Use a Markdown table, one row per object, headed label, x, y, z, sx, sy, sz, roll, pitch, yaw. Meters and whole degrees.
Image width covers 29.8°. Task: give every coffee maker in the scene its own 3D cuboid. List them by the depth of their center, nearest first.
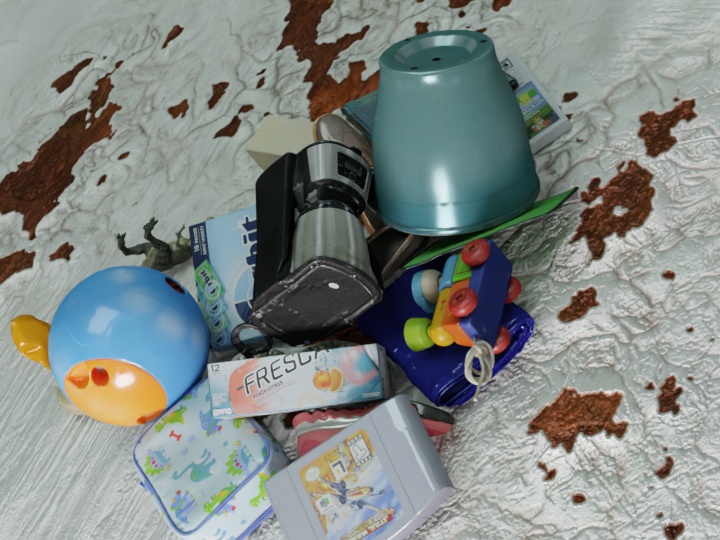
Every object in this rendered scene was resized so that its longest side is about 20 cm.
| label | x | y | z | sx | sy | sz | roll | pitch | yaw |
| --- | --- | --- | --- | --- | --- | --- | --- | --- | --- |
| coffee maker | -0.072 | -0.029 | 1.563 | 0.191 | 0.135 | 0.201 | -17 | 46 | 16 |

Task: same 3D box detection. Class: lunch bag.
| label | x | y | z | sx | sy | sz | roll | pitch | yaw |
| --- | --- | --- | --- | --- | --- | --- | --- | --- | --- |
| lunch bag | -0.177 | 0.233 | 1.605 | 0.161 | 0.083 | 0.200 | -43 | 40 | -3 |

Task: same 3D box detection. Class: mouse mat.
| label | x | y | z | sx | sy | sz | roll | pitch | yaw |
| --- | --- | --- | --- | --- | --- | --- | --- | --- | --- |
| mouse mat | 0.152 | -0.049 | 1.573 | 0.199 | 0.008 | 0.161 | -22 | 5 | 24 |

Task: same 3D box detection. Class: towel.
| label | x | y | z | sx | sy | sz | roll | pitch | yaw |
| --- | --- | --- | --- | --- | --- | --- | --- | --- | --- |
| towel | 0.097 | 0.067 | 1.565 | 0.147 | 0.050 | 0.200 | -39 | 39 | -7 |
| towel | 0.088 | -0.227 | 1.768 | 0.199 | 0.022 | 0.147 | -30 | 40 | -12 |

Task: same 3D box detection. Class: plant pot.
| label | x | y | z | sx | sy | sz | roll | pitch | yaw |
| --- | --- | --- | --- | --- | --- | --- | --- | --- | --- |
| plant pot | 0.101 | -0.171 | 1.570 | 0.199 | 0.189 | 0.200 | -8 | 28 | 4 |

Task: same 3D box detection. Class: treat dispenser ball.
| label | x | y | z | sx | sy | sz | roll | pitch | yaw |
| --- | --- | --- | --- | --- | --- | --- | --- | --- | --- |
| treat dispenser ball | -0.290 | 0.095 | 1.695 | 0.200 | 0.201 | 0.202 | -21 | 45 | 22 |

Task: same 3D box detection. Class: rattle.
| label | x | y | z | sx | sy | sz | roll | pitch | yaw |
| --- | --- | --- | --- | --- | --- | --- | --- | --- | --- |
| rattle | -0.362 | 0.123 | 1.809 | 0.130 | 0.143 | 0.200 | -34 | 31 | -19 |

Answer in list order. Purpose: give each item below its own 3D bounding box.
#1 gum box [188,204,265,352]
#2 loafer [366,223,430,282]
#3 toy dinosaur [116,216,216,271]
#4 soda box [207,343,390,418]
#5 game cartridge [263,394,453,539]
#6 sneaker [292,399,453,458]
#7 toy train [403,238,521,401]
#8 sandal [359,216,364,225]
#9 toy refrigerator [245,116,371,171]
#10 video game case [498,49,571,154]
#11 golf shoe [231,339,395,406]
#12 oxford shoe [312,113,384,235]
| label | x | y | z | sx | sy | sz | roll | pitch | yaw |
| --- | --- | --- | --- | --- | --- | --- | --- | --- | --- |
| gum box | -0.122 | 0.002 | 1.736 | 0.199 | 0.044 | 0.171 | -16 | 76 | 27 |
| loafer | 0.000 | 0.000 | 1.625 | 0.200 | 0.063 | 0.072 | -44 | 77 | 1 |
| toy dinosaur | -0.295 | -0.027 | 1.919 | 0.199 | 0.088 | 0.048 | -32 | 31 | 10 |
| soda box | -0.070 | 0.126 | 1.529 | 0.199 | 0.068 | 0.064 | -8 | 82 | 8 |
| game cartridge | -0.003 | 0.240 | 1.453 | 0.200 | 0.041 | 0.134 | -35 | 62 | 19 |
| sneaker | 0.016 | 0.196 | 1.511 | 0.199 | 0.074 | 0.087 | -11 | 71 | 29 |
| toy train | 0.096 | 0.066 | 1.471 | 0.115 | 0.085 | 0.201 | -16 | 42 | 36 |
| sandal | -0.089 | -0.052 | 1.792 | 0.211 | 0.070 | 0.078 | -33 | 41 | 11 |
| toy refrigerator | -0.058 | -0.159 | 1.857 | 0.199 | 0.076 | 0.070 | 12 | 64 | 44 |
| video game case | 0.153 | -0.180 | 1.751 | 0.200 | 0.022 | 0.183 | -35 | 41 | 8 |
| golf shoe | -0.051 | 0.118 | 1.613 | 0.199 | 0.097 | 0.079 | 3 | 91 | 12 |
| oxford shoe | 0.005 | -0.127 | 1.713 | 0.071 | 0.073 | 0.200 | -32 | 74 | -13 |
